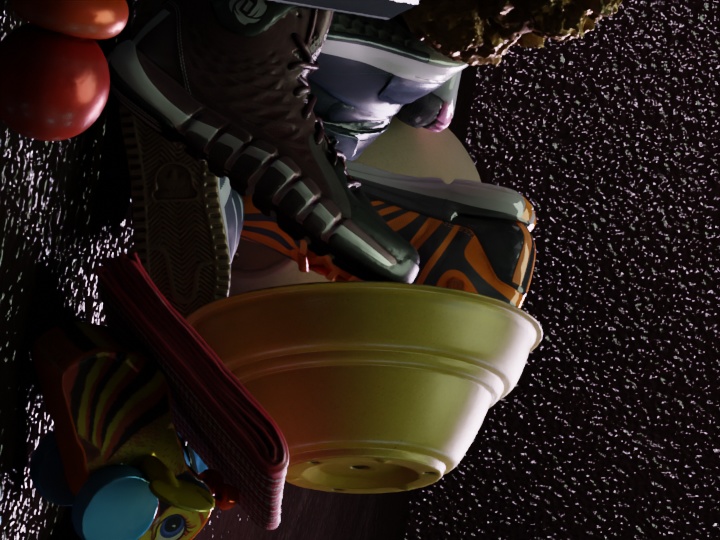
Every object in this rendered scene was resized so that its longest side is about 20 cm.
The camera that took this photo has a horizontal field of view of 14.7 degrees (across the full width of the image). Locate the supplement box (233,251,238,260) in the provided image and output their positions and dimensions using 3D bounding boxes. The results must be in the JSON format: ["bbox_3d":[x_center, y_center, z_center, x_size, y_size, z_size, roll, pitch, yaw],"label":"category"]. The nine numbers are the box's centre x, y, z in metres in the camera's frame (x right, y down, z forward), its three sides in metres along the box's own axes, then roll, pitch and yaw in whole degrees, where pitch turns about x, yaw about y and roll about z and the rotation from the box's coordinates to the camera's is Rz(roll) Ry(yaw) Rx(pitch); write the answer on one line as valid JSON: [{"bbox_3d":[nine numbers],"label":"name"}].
[{"bbox_3d":[-0.073,-0.017,1.930,0.109,0.061,0.200,-32,134,-82],"label":"supplement box"}]

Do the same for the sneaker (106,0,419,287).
[{"bbox_3d":[-0.027,-0.087,1.469,0.116,0.200,0.076,-53,-178,-7],"label":"sneaker"}]

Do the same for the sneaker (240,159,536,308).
[{"bbox_3d":[0.000,0.000,1.632,0.078,0.200,0.112,75,22,-68],"label":"sneaker"}]

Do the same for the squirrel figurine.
[{"bbox_3d":[0.093,-0.220,1.567,0.200,0.187,0.142,68,13,7],"label":"squirrel figurine"}]

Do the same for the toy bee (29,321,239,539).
[{"bbox_3d":[-0.121,0.108,1.498,0.131,0.109,0.200,54,-33,30],"label":"toy bee"}]

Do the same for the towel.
[{"bbox_3d":[-0.087,0.068,1.491,0.022,0.145,0.200,-38,171,-11],"label":"towel"}]

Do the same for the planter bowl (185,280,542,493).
[{"bbox_3d":[0.000,0.073,1.527,0.200,0.200,0.084,81,10,-73],"label":"planter bowl"}]

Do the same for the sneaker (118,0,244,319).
[{"bbox_3d":[-0.098,-0.076,1.568,0.109,0.070,0.200,-90,-178,-76],"label":"sneaker"}]

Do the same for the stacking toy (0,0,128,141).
[{"bbox_3d":[-0.117,-0.153,1.222,0.085,0.085,0.200,-55,160,-75],"label":"stacking toy"}]

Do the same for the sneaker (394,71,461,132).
[{"bbox_3d":[0.002,-0.141,1.755,0.200,0.095,0.079,-139,-120,-64],"label":"sneaker"}]

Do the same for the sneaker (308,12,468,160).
[{"bbox_3d":[-0.054,-0.121,1.624,0.146,0.202,0.077,-38,-134,37],"label":"sneaker"}]

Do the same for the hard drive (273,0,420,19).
[{"bbox_3d":[-0.041,-0.203,1.423,0.200,0.033,0.140,-2,70,-64],"label":"hard drive"}]

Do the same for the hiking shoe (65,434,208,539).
[{"bbox_3d":[-0.122,0.117,1.658,0.087,0.074,0.200,94,10,-54],"label":"hiking shoe"}]

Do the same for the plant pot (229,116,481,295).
[{"bbox_3d":[-0.036,-0.029,1.768,0.134,0.200,0.201,21,79,-61],"label":"plant pot"}]
